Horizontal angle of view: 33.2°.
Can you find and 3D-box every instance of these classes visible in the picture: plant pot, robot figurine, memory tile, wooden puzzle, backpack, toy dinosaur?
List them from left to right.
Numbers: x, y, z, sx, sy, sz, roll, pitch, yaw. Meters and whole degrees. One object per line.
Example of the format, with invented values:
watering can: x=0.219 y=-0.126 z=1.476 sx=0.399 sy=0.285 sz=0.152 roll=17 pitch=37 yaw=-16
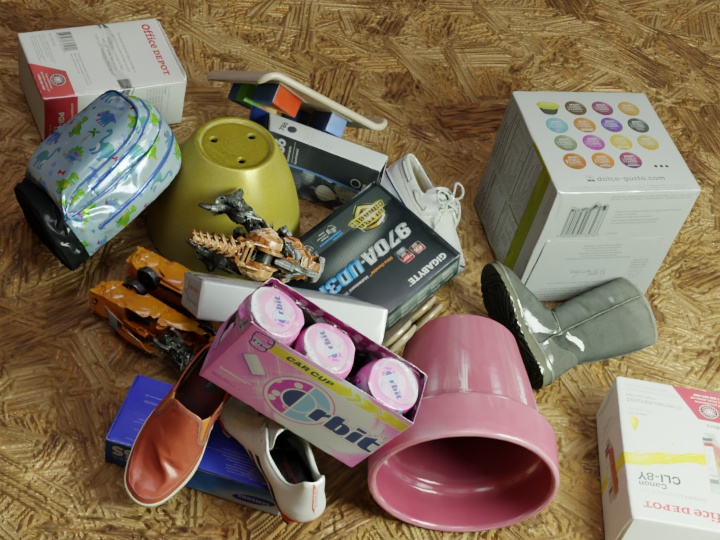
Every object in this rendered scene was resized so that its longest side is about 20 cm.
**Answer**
backpack: x=-0.312 y=-0.119 z=1.458 sx=0.199 sy=0.154 sz=0.163 roll=-29 pitch=38 yaw=-17
robot figurine: x=-0.210 y=0.053 z=1.421 sx=0.199 sy=0.058 sz=0.145 roll=29 pitch=47 yaw=14
plant pot: x=-0.165 y=-0.107 z=1.527 sx=0.199 sy=0.142 sz=0.201 roll=8 pitch=46 yaw=-8
toy dinosaur: x=-0.122 y=-0.030 z=1.396 sx=0.135 sy=0.200 sz=0.102 roll=29 pitch=78 yaw=34
wooden puzzle: x=-0.091 y=-0.219 z=1.632 sx=0.199 sy=0.047 sz=0.185 roll=18 pitch=-1 yaw=-32
memory tile: x=0.003 y=0.105 z=1.338 sx=0.017 sy=0.200 sz=0.153 roll=48 pitch=49 yaw=0
plant pot: x=0.109 y=0.155 z=1.301 sx=0.199 sy=0.200 sz=0.180 roll=9 pitch=50 yaw=-6

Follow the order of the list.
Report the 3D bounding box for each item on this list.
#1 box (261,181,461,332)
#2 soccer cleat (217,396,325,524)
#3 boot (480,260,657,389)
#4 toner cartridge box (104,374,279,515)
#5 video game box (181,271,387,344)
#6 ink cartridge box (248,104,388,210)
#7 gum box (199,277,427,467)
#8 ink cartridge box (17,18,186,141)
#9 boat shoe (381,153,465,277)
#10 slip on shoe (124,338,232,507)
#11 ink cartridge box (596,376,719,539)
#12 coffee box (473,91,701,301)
box: x=0.000 y=0.000 z=1.503 sx=0.200 sy=0.046 sz=0.159 roll=-38 pitch=64 yaw=-22
soccer cleat: x=-0.093 y=0.171 z=1.258 sx=0.068 sy=0.085 sz=0.200 roll=-16 pitch=54 yaw=-27
boot: x=0.265 y=0.045 z=1.525 sx=0.199 sy=0.073 sz=0.183 roll=-23 pitch=86 yaw=-24
toner cartridge box: x=-0.167 y=0.189 z=1.313 sx=0.199 sy=0.043 sz=0.095 roll=18 pitch=47 yaw=3
video game box: x=-0.089 y=0.039 z=1.321 sx=0.199 sy=0.047 sz=0.182 roll=9 pitch=3 yaw=-13
ink cartridge box: x=-0.068 y=-0.142 z=1.617 sx=0.199 sy=0.100 sz=0.039 roll=21 pitch=48 yaw=7
gum box: x=-0.051 y=0.099 z=1.187 sx=0.200 sy=0.113 sz=0.066 roll=33 pitch=46 yaw=-15
ink cartridge box: x=-0.357 y=-0.264 z=1.668 sx=0.199 sy=0.083 sz=0.147 roll=-11 pitch=51 yaw=-23
boat shoe: x=0.101 y=-0.084 z=1.605 sx=0.074 sy=0.086 sz=0.202 roll=30 pitch=23 yaw=-46
slip on shoe: x=-0.181 y=0.152 z=1.243 sx=0.074 sy=0.061 sz=0.200 roll=33 pitch=87 yaw=9
ink cartridge box: x=0.355 y=0.232 z=1.380 sx=0.144 sy=0.084 sz=0.201 roll=10 pitch=45 yaw=-5
coffee box: x=0.289 y=-0.099 z=1.598 sx=0.199 sy=0.201 sz=0.198 roll=-1 pitch=47 yaw=-16
